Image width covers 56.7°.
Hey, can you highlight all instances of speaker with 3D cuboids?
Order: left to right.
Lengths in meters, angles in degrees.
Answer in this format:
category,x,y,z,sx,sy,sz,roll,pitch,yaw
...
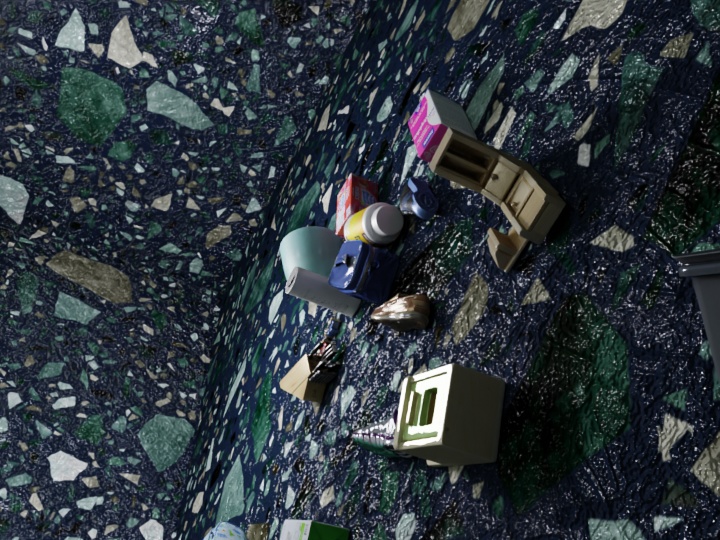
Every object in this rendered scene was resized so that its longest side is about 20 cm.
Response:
category,x,y,z,sx,sy,sz,roll,pitch,yaw
speaker,-0.101,0.058,1.821,0.081,0.200,0.081,-54,24,37

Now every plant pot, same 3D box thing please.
category,x,y,z,sx,sy,sz,roll,pitch,yaw
plant pot,-0.143,-0.009,2.045,0.201,0.200,0.161,-52,36,42

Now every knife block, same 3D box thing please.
category,x,y,z,sx,sy,sz,roll,pitch,yaw
knife block,-0.137,0.269,1.857,0.200,0.064,0.176,10,86,56

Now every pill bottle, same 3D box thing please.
category,x,y,z,sx,sy,sz,roll,pitch,yaw
pill bottle,0.038,-0.115,1.756,0.200,0.109,0.110,-18,54,68

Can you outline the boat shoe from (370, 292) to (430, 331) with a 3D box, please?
category,x,y,z,sx,sy,sz,roll,pitch,yaw
boat shoe,0.092,0.088,1.458,0.200,0.076,0.072,-8,59,59

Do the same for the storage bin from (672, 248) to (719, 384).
category,x,y,z,sx,sy,sz,roll,pitch,yaw
storage bin,0.395,0.035,0.571,0.200,0.145,0.135,168,93,-68

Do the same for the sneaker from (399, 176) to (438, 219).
category,x,y,z,sx,sy,sz,roll,pitch,yaw
sneaker,0.136,-0.154,1.597,0.200,0.070,0.078,-94,25,-63

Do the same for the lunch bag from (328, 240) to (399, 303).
category,x,y,z,sx,sy,sz,roll,pitch,yaw
lunch bag,0.000,0.000,1.705,0.200,0.132,0.136,-1,70,71

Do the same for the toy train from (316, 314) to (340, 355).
category,x,y,z,sx,sy,sz,roll,pitch,yaw
toy train,-0.103,0.224,1.916,0.046,0.034,0.200,23,93,68

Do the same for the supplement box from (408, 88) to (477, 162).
category,x,y,z,sx,sy,sz,roll,pitch,yaw
supplement box,0.190,-0.330,1.568,0.101,0.103,0.200,-58,23,29

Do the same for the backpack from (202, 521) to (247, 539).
category,x,y,z,sx,sy,sz,roll,pitch,yaw
backpack,-0.401,0.832,1.955,0.154,0.163,0.200,-65,10,-14

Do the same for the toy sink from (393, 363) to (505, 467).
category,x,y,z,sx,sy,sz,roll,pitch,yaw
toy sink,0.131,0.244,1.104,0.200,0.112,0.131,-34,39,60

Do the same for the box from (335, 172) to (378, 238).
category,x,y,z,sx,sy,sz,roll,pitch,yaw
box,-0.009,-0.185,1.985,0.100,0.095,0.200,-55,23,36

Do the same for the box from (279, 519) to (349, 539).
category,x,y,z,sx,sy,sz,roll,pitch,yaw
box,-0.118,0.641,1.414,0.176,0.096,0.200,-38,36,59

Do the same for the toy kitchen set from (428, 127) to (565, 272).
category,x,y,z,sx,sy,sz,roll,pitch,yaw
toy kitchen set,0.210,-0.113,1.148,0.200,0.180,0.163,-98,32,-63

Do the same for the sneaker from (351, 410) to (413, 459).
category,x,y,z,sx,sy,sz,roll,pitch,yaw
sneaker,0.059,0.320,1.324,0.200,0.074,0.088,-13,44,58
